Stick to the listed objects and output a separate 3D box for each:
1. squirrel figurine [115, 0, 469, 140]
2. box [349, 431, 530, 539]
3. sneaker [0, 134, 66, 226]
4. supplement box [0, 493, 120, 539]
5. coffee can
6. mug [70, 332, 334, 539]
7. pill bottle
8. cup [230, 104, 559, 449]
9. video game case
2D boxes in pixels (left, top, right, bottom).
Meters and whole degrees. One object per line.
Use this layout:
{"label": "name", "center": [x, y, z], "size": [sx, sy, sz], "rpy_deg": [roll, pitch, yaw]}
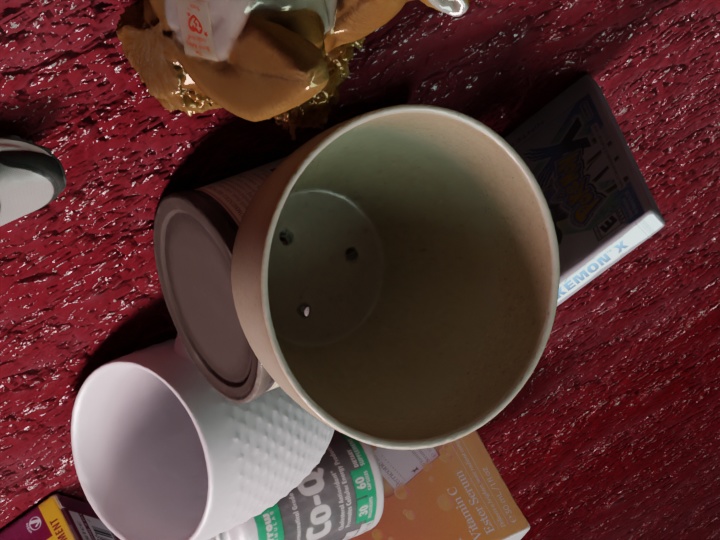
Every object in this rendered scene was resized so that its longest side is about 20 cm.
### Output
{"label": "squirrel figurine", "center": [-0.029, -0.160, 1.221], "size": [0.186, 0.142, 0.200], "rpy_deg": [-29, 175, -36]}
{"label": "box", "center": [0.030, 0.234, 2.066], "size": [0.200, 0.153, 0.106], "rpy_deg": [-22, 162, -24]}
{"label": "sneaker", "center": [-0.257, -0.017, 1.256], "size": [0.200, 0.079, 0.074], "rpy_deg": [-22, 155, -25]}
{"label": "supplement box", "center": [-0.283, 0.298, 1.829], "size": [0.200, 0.131, 0.103], "rpy_deg": [-36, 157, 10]}
{"label": "coffee can", "center": [-0.019, -0.013, 1.486], "size": [0.199, 0.147, 0.147], "rpy_deg": [-21, 156, -25]}
{"label": "mug", "center": [-0.102, 0.094, 1.643], "size": [0.175, 0.147, 0.201], "rpy_deg": [-19, 126, -48]}
{"label": "pill bottle", "center": [-0.088, 0.205, 1.908], "size": [0.200, 0.113, 0.113], "rpy_deg": [-19, 155, -31]}
{"label": "cup", "center": [0.000, 0.000, 1.333], "size": [0.200, 0.201, 0.143], "rpy_deg": [-21, -167, -25]}
{"label": "video game case", "center": [0.120, -0.037, 1.590], "size": [0.182, 0.200, 0.022], "rpy_deg": [-38, 121, 15]}
